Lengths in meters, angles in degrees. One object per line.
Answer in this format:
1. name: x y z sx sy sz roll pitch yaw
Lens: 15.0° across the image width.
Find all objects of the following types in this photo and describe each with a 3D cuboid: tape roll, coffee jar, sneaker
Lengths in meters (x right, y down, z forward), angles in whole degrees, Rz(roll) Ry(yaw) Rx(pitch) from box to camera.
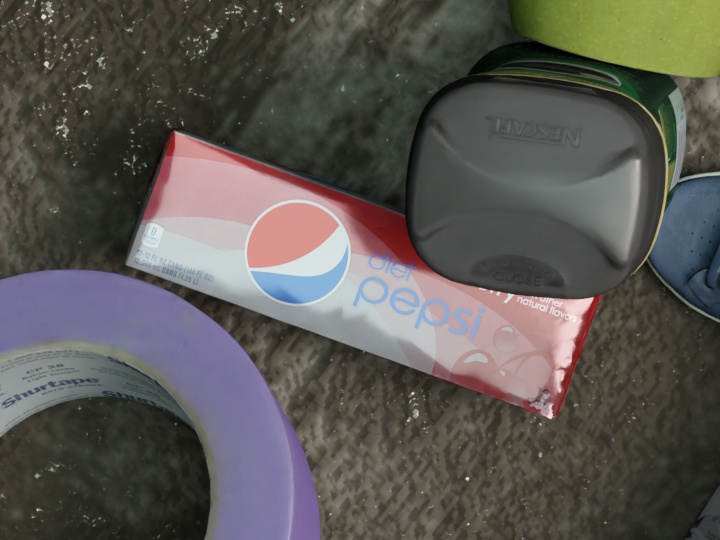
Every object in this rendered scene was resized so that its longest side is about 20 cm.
1. tape roll: -0.120 0.106 1.143 0.199 0.085 0.201 -2 73 6
2. coffee jar: 0.078 -0.044 1.127 0.104 0.200 0.086 8 100 9
3. sneaker: 0.199 0.009 1.168 0.200 0.084 0.075 24 101 29

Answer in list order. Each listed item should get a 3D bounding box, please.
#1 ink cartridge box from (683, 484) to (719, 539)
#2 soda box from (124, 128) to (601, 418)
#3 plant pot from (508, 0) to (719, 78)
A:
1. ink cartridge box: 0.181 0.156 1.177 0.084 0.144 0.200 33 89 -7
2. soda box: 0.000 0.000 1.192 0.200 0.070 0.064 19 92 -6
3. plant pot: 0.131 -0.190 1.162 0.187 0.187 0.201 11 103 -6
